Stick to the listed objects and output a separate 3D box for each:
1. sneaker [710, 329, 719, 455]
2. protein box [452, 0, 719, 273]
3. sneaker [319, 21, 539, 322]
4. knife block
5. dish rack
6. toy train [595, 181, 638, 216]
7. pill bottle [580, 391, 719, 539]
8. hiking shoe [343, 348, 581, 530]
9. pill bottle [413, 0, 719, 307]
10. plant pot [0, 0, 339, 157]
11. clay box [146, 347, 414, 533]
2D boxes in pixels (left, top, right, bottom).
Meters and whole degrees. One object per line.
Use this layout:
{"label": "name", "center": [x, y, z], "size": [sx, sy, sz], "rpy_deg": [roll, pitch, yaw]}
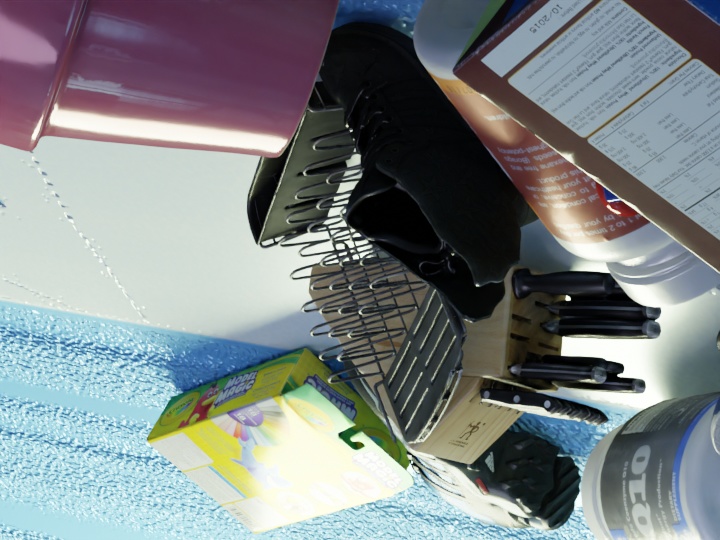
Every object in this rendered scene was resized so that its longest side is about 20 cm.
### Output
{"label": "sneaker", "center": [0.277, 0.025, 1.382], "size": [0.199, 0.115, 0.081], "rpy_deg": [-17, 134, 12]}
{"label": "protein box", "center": [0.187, -0.124, 1.129], "size": [0.200, 0.199, 0.135], "rpy_deg": [36, 147, -11]}
{"label": "sneaker", "center": [0.024, -0.058, 1.382], "size": [0.200, 0.104, 0.060], "rpy_deg": [41, 136, 22]}
{"label": "knife block", "center": [0.081, 0.022, 1.535], "size": [0.064, 0.176, 0.200], "rpy_deg": [18, -150, -51]}
{"label": "dish rack", "center": [0.000, 0.000, 1.484], "size": [0.153, 0.054, 0.200], "rpy_deg": [112, 141, -57]}
{"label": "toy train", "center": [0.197, -0.099, 1.264], "size": [0.085, 0.200, 0.116], "rpy_deg": [-13, 89, 52]}
{"label": "pill bottle", "center": [0.208, 0.129, 1.507], "size": [0.114, 0.114, 0.200], "rpy_deg": [35, 166, -9]}
{"label": "hiking shoe", "center": [0.051, 0.111, 1.676], "size": [0.200, 0.074, 0.087], "rpy_deg": [43, 144, -21]}
{"label": "pill bottle", "center": [0.123, -0.077, 1.324], "size": [0.112, 0.112, 0.200], "rpy_deg": [-7, 133, 43]}
{"label": "plant pot", "center": [-0.110, -0.147, 1.357], "size": [0.179, 0.200, 0.200], "rpy_deg": [16, 149, -9]}
{"label": "clay box", "center": [-0.049, 0.120, 1.790], "size": [0.115, 0.048, 0.200], "rpy_deg": [43, 144, -20]}
